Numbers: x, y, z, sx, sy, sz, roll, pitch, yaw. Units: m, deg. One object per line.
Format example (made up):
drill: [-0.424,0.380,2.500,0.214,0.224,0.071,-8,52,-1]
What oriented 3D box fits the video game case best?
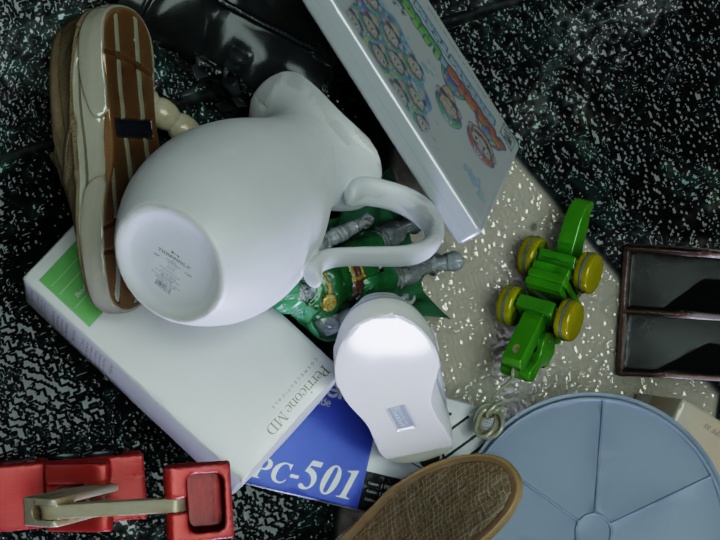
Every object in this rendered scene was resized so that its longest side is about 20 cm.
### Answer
video game case: [0.039,-0.135,1.493,0.024,0.182,0.201,-28,103,21]

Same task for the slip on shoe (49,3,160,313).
slip on shoe: [-0.171,-0.071,1.397,0.076,0.060,0.202,2,81,-56]

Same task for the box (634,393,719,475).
box: [0.215,0.202,1.599,0.094,0.078,0.201,28,81,-17]

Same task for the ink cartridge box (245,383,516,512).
ink cartridge box: [0.010,0.127,1.543,0.198,0.044,0.095,15,84,-19]

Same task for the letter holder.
letter holder: [0.311,0.037,1.598,0.198,0.142,0.102,4,89,-20]

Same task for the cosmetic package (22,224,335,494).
cosmetic package: [-0.121,0.044,1.450,0.200,0.085,0.108,41,76,3]

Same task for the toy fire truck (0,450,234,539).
toy fire truck: [-0.186,0.151,1.408,0.198,0.141,0.049,-4,92,-8]

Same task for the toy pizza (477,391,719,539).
toy pizza: [0.166,0.188,1.534,0.198,0.032,0.202,0,79,2]

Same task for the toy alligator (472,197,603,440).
toy alligator: [0.132,0.043,1.577,0.201,0.059,0.054,-66,151,-17]

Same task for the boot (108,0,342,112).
boot: [-0.070,-0.209,1.497,0.162,0.073,0.200,29,86,-17]

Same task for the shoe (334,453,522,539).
shoe: [0.028,0.192,1.509,0.199,0.053,0.070,-33,78,8]

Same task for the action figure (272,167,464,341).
action figure: [0.000,0.000,1.481,0.200,0.054,0.119,-24,89,-54]

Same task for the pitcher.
pitcher: [-0.050,-0.033,1.372,0.171,0.122,0.200,30,36,15]

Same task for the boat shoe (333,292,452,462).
boat shoe: [0.025,0.059,1.437,0.071,0.200,0.069,-15,58,10]

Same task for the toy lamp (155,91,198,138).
toy lamp: [-0.118,-0.094,1.489,0.199,0.058,0.058,36,79,-15]
